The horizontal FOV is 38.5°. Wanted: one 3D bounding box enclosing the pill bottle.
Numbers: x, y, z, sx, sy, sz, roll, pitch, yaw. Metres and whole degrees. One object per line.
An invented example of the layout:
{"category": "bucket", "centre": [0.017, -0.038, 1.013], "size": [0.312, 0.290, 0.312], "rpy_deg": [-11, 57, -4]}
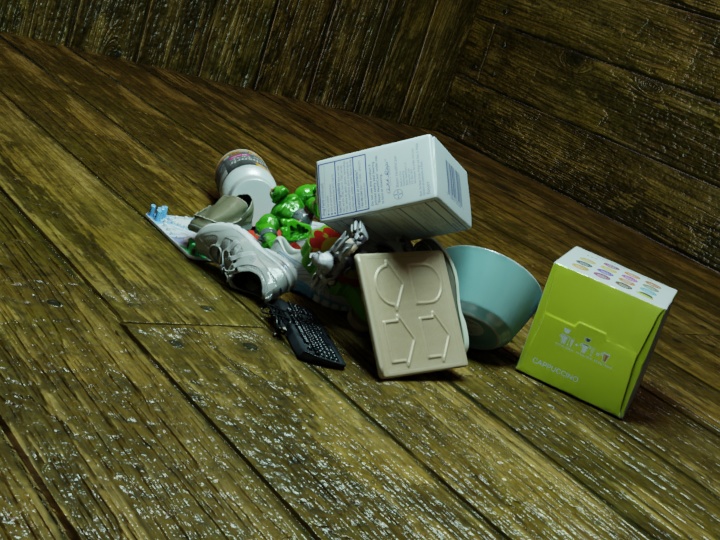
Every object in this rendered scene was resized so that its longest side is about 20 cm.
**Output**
{"category": "pill bottle", "centre": [-0.227, -0.164, 2.062], "size": [0.114, 0.118, 0.200], "rpy_deg": [13, 16, -19]}

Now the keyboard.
{"category": "keyboard", "centre": [-0.086, 0.080, 1.544], "size": [0.102, 0.040, 0.200], "rpy_deg": [14, 16, -23]}

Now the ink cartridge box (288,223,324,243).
{"category": "ink cartridge box", "centre": [-0.034, -0.062, 1.902], "size": [0.197, 0.048, 0.160], "rpy_deg": [-11, 11, 33]}

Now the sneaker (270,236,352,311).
{"category": "sneaker", "centre": [-0.072, 0.002, 1.740], "size": [0.197, 0.088, 0.075], "rpy_deg": [23, 13, 6]}

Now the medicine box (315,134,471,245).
{"category": "medicine box", "centre": [0.054, -0.118, 1.624], "size": [0.196, 0.105, 0.182], "rpy_deg": [-10, -16, 21]}

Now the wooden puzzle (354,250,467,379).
{"category": "wooden puzzle", "centre": [0.072, 0.066, 1.571], "size": [0.198, 0.189, 0.046], "rpy_deg": [-2, -14, -43]}

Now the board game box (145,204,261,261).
{"category": "board game box", "centre": [-0.258, -0.064, 1.843], "size": [0.197, 0.026, 0.199], "rpy_deg": [5, 21, -39]}

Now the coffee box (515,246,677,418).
{"category": "coffee box", "centre": [0.407, 0.101, 1.766], "size": [0.197, 0.203, 0.197], "rpy_deg": [24, 17, 18]}

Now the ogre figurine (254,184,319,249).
{"category": "ogre figurine", "centre": [-0.117, -0.102, 1.852], "size": [0.098, 0.202, 0.119], "rpy_deg": [41, -16, -31]}

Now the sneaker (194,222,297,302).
{"category": "sneaker", "centre": [-0.198, -0.014, 1.654], "size": [0.198, 0.076, 0.082], "rpy_deg": [25, 42, 27]}

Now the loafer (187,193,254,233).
{"category": "loafer", "centre": [-0.241, -0.100, 1.801], "size": [0.074, 0.071, 0.200], "rpy_deg": [20, 15, 10]}

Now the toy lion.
{"category": "toy lion", "centre": [0.000, 0.000, 1.718], "size": [0.198, 0.069, 0.192], "rpy_deg": [-14, 58, -48]}

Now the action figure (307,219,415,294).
{"category": "action figure", "centre": [-0.008, -0.020, 1.593], "size": [0.198, 0.130, 0.070], "rpy_deg": [-3, 60, -46]}

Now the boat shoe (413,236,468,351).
{"category": "boat shoe", "centre": [0.121, 0.046, 1.669], "size": [0.071, 0.206, 0.060], "rpy_deg": [-20, -8, 43]}

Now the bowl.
{"category": "bowl", "centre": [0.200, 0.060, 1.745], "size": [0.198, 0.106, 0.202], "rpy_deg": [20, -27, 11]}

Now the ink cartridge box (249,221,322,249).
{"category": "ink cartridge box", "centre": [-0.101, -0.054, 1.970], "size": [0.198, 0.058, 0.162], "rpy_deg": [14, 16, -36]}
